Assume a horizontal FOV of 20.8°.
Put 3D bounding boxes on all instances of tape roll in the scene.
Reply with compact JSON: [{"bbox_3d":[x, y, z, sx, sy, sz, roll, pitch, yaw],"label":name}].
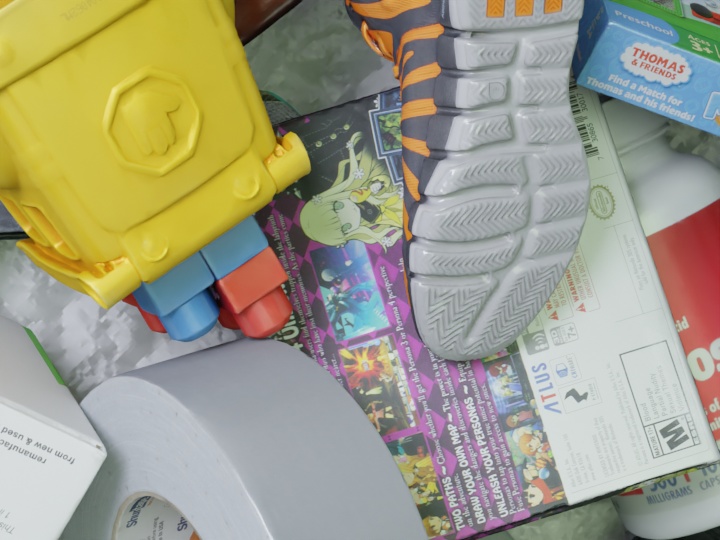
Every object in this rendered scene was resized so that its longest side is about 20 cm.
[{"bbox_3d":[-0.048,0.132,0.796,0.066,0.200,0.202,-14,94,-33],"label":"tape roll"}]

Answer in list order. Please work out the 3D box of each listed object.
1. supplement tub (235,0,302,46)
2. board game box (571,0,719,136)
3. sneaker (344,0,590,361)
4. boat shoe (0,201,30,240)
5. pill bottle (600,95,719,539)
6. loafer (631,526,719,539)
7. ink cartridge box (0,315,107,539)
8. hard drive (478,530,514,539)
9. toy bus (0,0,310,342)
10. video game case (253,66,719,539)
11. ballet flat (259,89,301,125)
[{"bbox_3d":[-0.094,-0.197,0.881,0.107,0.107,0.200,-40,99,-10],"label":"supplement tub"},{"bbox_3d":[0.160,-0.121,0.907,0.151,0.200,0.037,18,120,-14],"label":"board game box"},{"bbox_3d":[0.040,-0.070,0.820,0.077,0.112,0.201,-3,111,-26],"label":"sneaker"},{"bbox_3d":[-0.197,-0.024,0.880,0.199,0.072,0.068,-11,92,-21],"label":"boat shoe"},{"bbox_3d":[0.140,0.017,0.938,0.112,0.112,0.201,-25,94,-12],"label":"pill bottle"},{"bbox_3d":[0.114,0.199,0.951,0.200,0.068,0.070,-38,60,-13],"label":"loafer"},{"bbox_3d":[-0.204,0.116,0.815,0.084,0.145,0.201,28,96,-28],"label":"ink cartridge box"},{"bbox_3d":[0.038,0.161,0.866,0.131,0.200,0.026,-6,127,-36],"label":"hard drive"},{"bbox_3d":[-0.105,-0.055,0.797,0.135,0.200,0.193,-36,112,-16],"label":"toy bus"},{"bbox_3d":[0.040,0.016,0.857,0.180,0.036,0.201,-17,80,-4],"label":"video game case"},{"bbox_3d":[0.000,0.000,0.909,0.200,0.072,0.072,40,81,5],"label":"ballet flat"}]
